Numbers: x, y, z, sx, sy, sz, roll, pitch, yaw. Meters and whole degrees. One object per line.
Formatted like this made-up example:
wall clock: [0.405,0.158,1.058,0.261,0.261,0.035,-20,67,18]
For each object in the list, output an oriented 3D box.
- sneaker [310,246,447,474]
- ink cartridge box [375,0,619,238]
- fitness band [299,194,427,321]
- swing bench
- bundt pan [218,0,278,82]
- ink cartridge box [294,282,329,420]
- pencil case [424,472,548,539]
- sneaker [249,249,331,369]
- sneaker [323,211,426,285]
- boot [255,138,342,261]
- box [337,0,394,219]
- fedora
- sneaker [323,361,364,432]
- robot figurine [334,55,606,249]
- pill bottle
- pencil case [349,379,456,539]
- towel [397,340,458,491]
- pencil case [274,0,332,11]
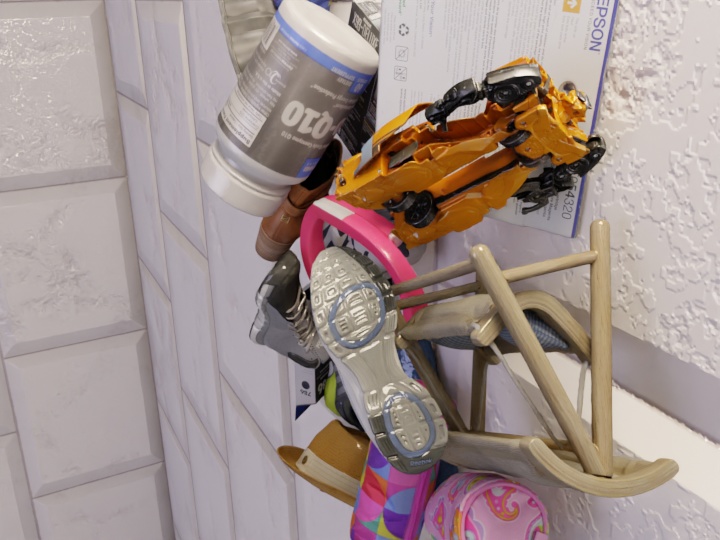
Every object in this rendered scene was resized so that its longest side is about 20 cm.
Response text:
sneaker: [0.002,0.077,0.647,0.087,0.074,0.202,134,117,-71]
ink cartridge box: [0.105,-0.145,0.632,0.199,0.043,0.198,18,121,26]
fitness band: [0.000,0.000,0.805,0.200,0.037,0.145,35,142,40]
swing bench: [0.120,0.083,0.620,0.199,0.129,0.202,157,101,-68]
bundt pan: [-0.117,-0.277,0.992,0.202,0.075,0.204,-15,-90,-85]
ink cartridge box: [-0.054,0.108,1.058,0.039,0.099,0.202,14,119,23]
pencil case: [0.114,0.236,0.713,0.200,0.087,0.088,100,153,-75]
sneaker: [-0.068,0.058,0.924,0.115,0.075,0.200,33,151,6]
sneaker: [0.019,0.002,0.886,0.199,0.079,0.131,15,123,54]
boot: [-0.064,-0.120,0.938,0.076,0.201,0.155,33,141,-4]
box: [0.037,-0.166,0.802,0.201,0.049,0.158,59,149,37]
fedora: [-0.015,0.254,1.012,0.082,0.200,0.200,-63,26,-7]
sneaker: [-0.004,0.125,1.006,0.081,0.073,0.202,35,139,47]
robot figurine: [0.082,-0.089,0.582,0.199,0.145,0.059,-27,49,33]
pill bottle: [-0.078,-0.161,0.773,0.201,0.113,0.114,-54,47,25]
pencil case: [0.044,0.216,0.819,0.088,0.088,0.202,42,127,52]
towel: [0.062,0.176,0.895,0.111,0.048,0.202,-12,89,65]
pencil case: [-0.052,-0.379,0.865,0.078,0.087,0.200,47,147,14]
